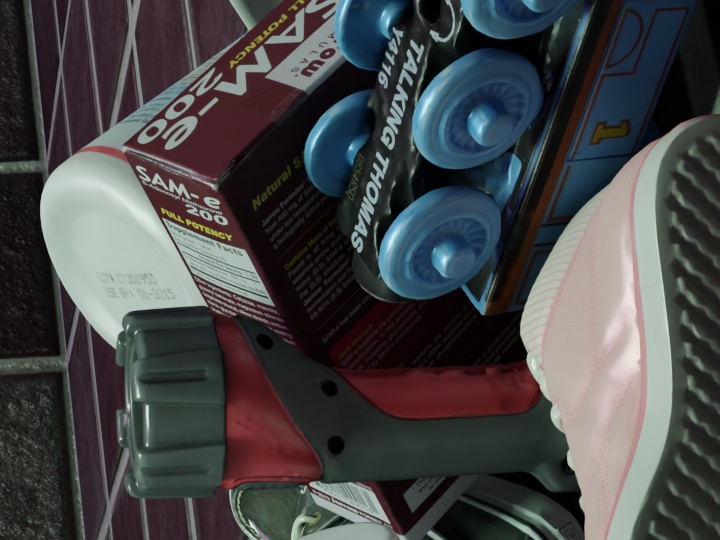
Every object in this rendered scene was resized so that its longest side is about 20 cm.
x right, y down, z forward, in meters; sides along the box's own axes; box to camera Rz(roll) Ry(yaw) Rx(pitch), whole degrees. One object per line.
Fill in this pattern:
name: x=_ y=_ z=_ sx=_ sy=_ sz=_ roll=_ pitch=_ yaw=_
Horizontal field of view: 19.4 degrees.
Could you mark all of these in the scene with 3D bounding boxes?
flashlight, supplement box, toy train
flashlight: x=0.015 y=0.042 z=0.747 sx=0.068 sy=0.200 sz=0.068 roll=-110 pitch=21 yaw=-50
supplement box: x=0.000 y=0.000 z=0.817 sx=0.061 sy=0.109 sz=0.200 roll=21 pitch=146 yaw=43
toy train: x=0.055 y=-0.072 z=0.708 sx=0.087 sy=0.114 sz=0.200 roll=54 pitch=140 yaw=39

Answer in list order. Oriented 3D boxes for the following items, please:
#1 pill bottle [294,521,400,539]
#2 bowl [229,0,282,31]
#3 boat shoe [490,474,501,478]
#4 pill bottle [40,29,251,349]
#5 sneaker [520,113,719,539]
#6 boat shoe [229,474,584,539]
pill bottle: x=0.013 y=0.190 z=0.680 sx=0.200 sy=0.113 sz=0.113 roll=62 pitch=169 yaw=-10
bowl: x=-0.036 y=-0.175 z=1.061 sx=0.201 sy=0.090 sz=0.201 roll=58 pitch=-177 yaw=-5
boat shoe: x=0.024 y=0.098 z=0.986 sx=0.072 sy=0.076 sz=0.200 roll=-113 pitch=23 yaw=-53
pill bottle: x=-0.030 y=-0.048 z=0.899 sx=0.109 sy=0.200 sz=0.109 roll=31 pitch=143 yaw=27
sneaker: x=0.098 y=0.057 z=0.674 sx=0.105 sy=0.075 sz=0.200 roll=155 pitch=119 yaw=-71
boat shoe: x=0.003 y=0.113 z=0.906 sx=0.200 sy=0.071 sz=0.072 roll=4 pitch=111 yaw=46
